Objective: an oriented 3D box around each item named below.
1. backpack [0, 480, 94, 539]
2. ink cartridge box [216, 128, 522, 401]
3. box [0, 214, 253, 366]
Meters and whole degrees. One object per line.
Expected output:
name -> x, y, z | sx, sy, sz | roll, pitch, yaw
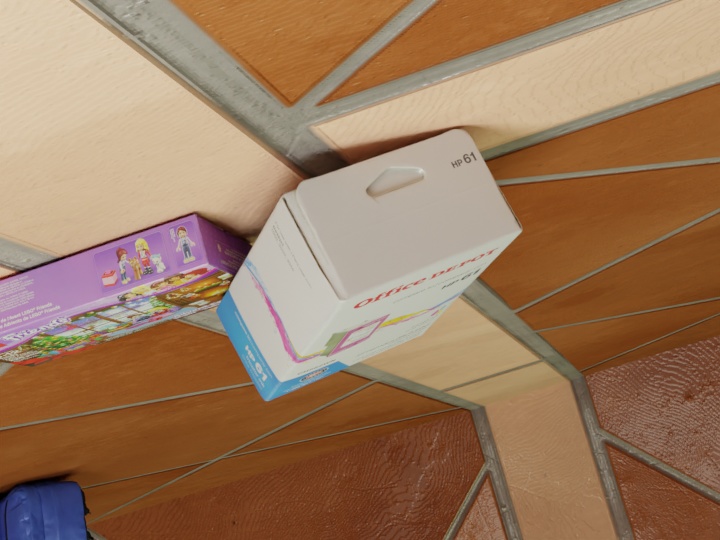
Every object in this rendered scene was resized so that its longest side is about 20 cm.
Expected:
backpack -> -0.486, 0.399, 2.107 | 0.168, 0.163, 0.200 | -3, 164, -35
ink cartridge box -> 0.000, 0.000, 0.981 | 0.144, 0.085, 0.200 | -22, 165, -25
box -> -0.182, 0.019, 1.034 | 0.200, 0.039, 0.137 | -18, 168, 10
